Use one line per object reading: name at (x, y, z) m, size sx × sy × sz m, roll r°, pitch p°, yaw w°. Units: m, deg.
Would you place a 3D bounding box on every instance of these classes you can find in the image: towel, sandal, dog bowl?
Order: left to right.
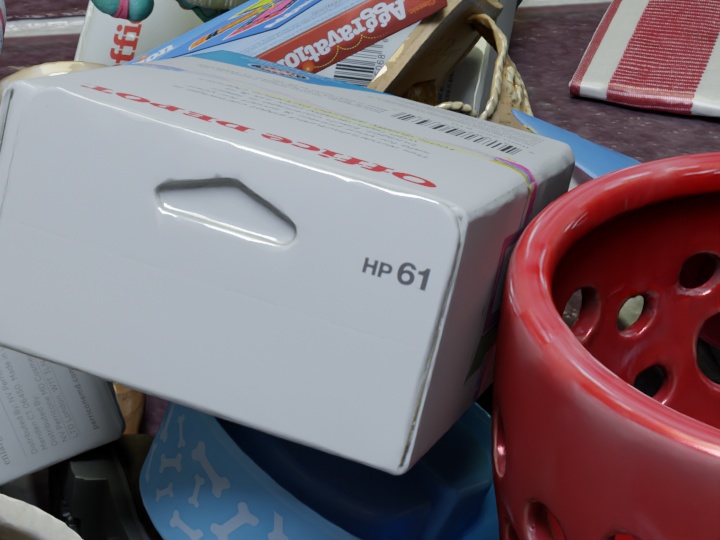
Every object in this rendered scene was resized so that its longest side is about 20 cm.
dog bowl at (-0.006, 0.074, 0.749) m, size 0.111 × 0.050 × 0.200 m, roll 41°, pitch 16°, yaw 16°
sandal at (0.049, -0.075, 0.902) m, size 0.070 × 0.078 × 0.212 m, roll 39°, pitch 18°, yaw -1°
towel at (0.232, -0.117, 1.231) m, size 0.200 × 0.023 × 0.144 m, roll 9°, pitch 31°, yaw 15°

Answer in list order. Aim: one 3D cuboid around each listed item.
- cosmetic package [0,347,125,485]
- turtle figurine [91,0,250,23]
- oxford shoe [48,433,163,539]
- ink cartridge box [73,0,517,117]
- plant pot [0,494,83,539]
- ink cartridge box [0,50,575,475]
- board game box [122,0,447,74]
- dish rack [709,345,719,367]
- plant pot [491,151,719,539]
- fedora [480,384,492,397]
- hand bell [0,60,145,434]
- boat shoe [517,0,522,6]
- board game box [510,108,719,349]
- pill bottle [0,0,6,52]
cosmetic package at (-0.194, 0.048, 0.775) m, size 0.200 × 0.074 × 0.102 m, roll -22°, pitch 28°, yaw -3°
turtle figurine at (-0.058, -0.143, 0.969) m, size 0.200 × 0.150 × 0.101 m, roll -19°, pitch 9°, yaw -19°
oxford shoe at (-0.050, 0.113, 0.734) m, size 0.084 × 0.073 × 0.200 m, roll -1°, pitch 30°, yaw -18°
ink cartridge box at (-0.031, -0.111, 1.063) m, size 0.200 × 0.083 × 0.147 m, roll 8°, pitch 67°, yaw 9°
plant pot at (-0.188, 0.136, 0.579) m, size 0.183 × 0.201 × 0.200 m, roll 13°, pitch 28°, yaw 39°
ink cartridge box at (-0.021, -0.012, 0.700) m, size 0.144 × 0.085 × 0.200 m, roll 17°, pitch 11°, yaw 12°
board game box at (-0.059, -0.082, 0.871) m, size 0.200 × 0.019 × 0.103 m, roll -26°, pitch 21°, yaw 9°
dish rack at (0.227, 0.021, 0.954) m, size 0.171 × 0.044 × 0.200 m, roll 0°, pitch 29°, yaw -7°
plant pot at (0.139, 0.084, 0.685) m, size 0.200 × 0.183 × 0.200 m, roll 2°, pitch 28°, yaw -1°
fedora at (0.000, 0.000, 0.895) m, size 0.200 × 0.092 × 0.201 m, roll 16°, pitch 8°, yaw -2°
hand bell at (-0.118, 0.010, 0.928) m, size 0.104 × 0.104 × 0.200 m, roll -4°, pitch 43°, yaw -12°
boat shoe at (0.042, -0.132, 1.197) m, size 0.075 × 0.062 × 0.200 m, roll 15°, pitch 33°, yaw 18°
board game box at (0.135, -0.001, 0.860) m, size 0.158 × 0.039 × 0.200 m, roll 37°, pitch 12°, yaw 29°
pill bottle at (-0.218, -0.043, 0.901) m, size 0.109 × 0.109 × 0.200 m, roll 4°, pitch 58°, yaw 3°
